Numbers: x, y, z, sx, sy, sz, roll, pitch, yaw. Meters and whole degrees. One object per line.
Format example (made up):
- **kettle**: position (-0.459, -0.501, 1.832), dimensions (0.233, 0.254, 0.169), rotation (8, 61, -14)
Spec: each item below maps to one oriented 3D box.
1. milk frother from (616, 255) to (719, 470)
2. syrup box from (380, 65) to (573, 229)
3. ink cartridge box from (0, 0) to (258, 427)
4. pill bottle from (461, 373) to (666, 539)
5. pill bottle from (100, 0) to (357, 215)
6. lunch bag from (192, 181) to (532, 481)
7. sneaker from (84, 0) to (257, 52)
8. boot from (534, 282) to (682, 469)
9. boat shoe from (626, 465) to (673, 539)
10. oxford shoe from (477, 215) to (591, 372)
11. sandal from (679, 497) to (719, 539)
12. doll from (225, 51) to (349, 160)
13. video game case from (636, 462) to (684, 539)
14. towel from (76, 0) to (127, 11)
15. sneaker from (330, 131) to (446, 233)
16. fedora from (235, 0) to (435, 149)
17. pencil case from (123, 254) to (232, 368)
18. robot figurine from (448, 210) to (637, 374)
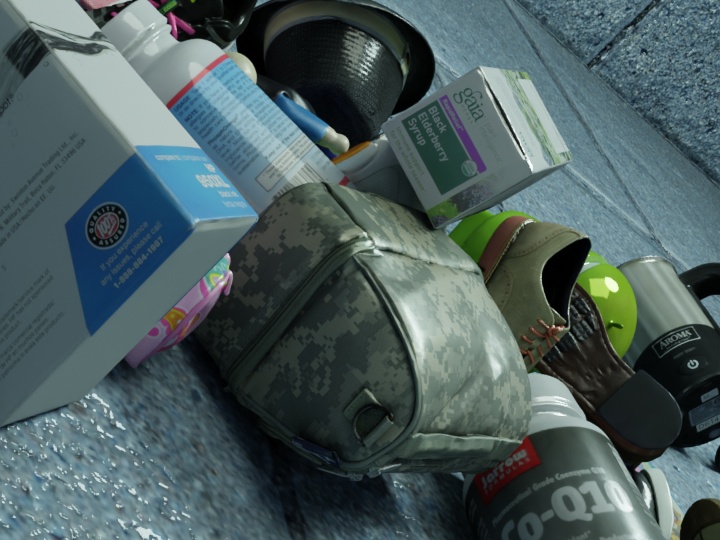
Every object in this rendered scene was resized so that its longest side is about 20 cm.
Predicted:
- **milk frother**: position (0.368, 0.110, 1.644), dimensions (0.201, 0.180, 0.188), rotation (90, -19, -45)
- **syrup box**: position (0.087, -0.089, 1.031), dimensions (0.079, 0.081, 0.200), rotation (61, 18, 2)
- **ink cartridge box**: position (-0.172, -0.050, 0.710), dimensions (0.200, 0.145, 0.084), rotation (49, 17, 9)
- **pill bottle**: position (0.135, 0.171, 0.981), dimensions (0.114, 0.114, 0.200), rotation (31, 23, -39)
- **pill bottle**: position (-0.104, -0.083, 0.990), dimensions (0.200, 0.109, 0.109), rotation (46, 18, -4)
- **lunch bag**: position (0.011, 0.052, 0.909), dimensions (0.168, 0.139, 0.200), rotation (48, 16, 26)
- **sneaker**: position (-0.147, -0.186, 1.090), dimensions (0.074, 0.087, 0.200), rotation (53, 38, 7)
- **boot**: position (0.170, 0.080, 1.178), dimensions (0.200, 0.075, 0.097), rotation (52, -17, 20)
- **boat shoe**: position (0.208, 0.236, 1.099), dimensions (0.060, 0.076, 0.200), rotation (2, 41, -6)
- **oxford shoe**: position (0.110, 0.047, 1.087), dimensions (0.075, 0.201, 0.070), rotation (6, -24, 41)
- **sandal**: position (0.267, 0.229, 1.091), dimensions (0.200, 0.054, 0.081), rotation (84, 4, -54)
- **doll**: position (-0.060, -0.120, 1.174), dimensions (0.136, 0.049, 0.200), rotation (33, -4, 33)
- **video game case**: position (0.239, 0.207, 1.292), dimensions (0.200, 0.018, 0.143), rotation (23, 30, -51)
- **towel**: position (-0.185, -0.202, 1.193), dimensions (0.200, 0.030, 0.146), rotation (45, 20, -5)
- **sneaker**: position (0.037, -0.049, 1.105), dimensions (0.092, 0.075, 0.200), rotation (68, 21, 5)
- **fedora**: position (-0.027, -0.158, 1.295), dimensions (0.200, 0.200, 0.092), rotation (31, 57, -39)
- **pencil case**: position (-0.160, -0.041, 0.812), dimensions (0.200, 0.087, 0.087), rotation (47, 18, -1)
- **robot figurine**: position (0.157, 0.023, 1.288), dimensions (0.200, 0.116, 0.176), rotation (34, -19, 35)
